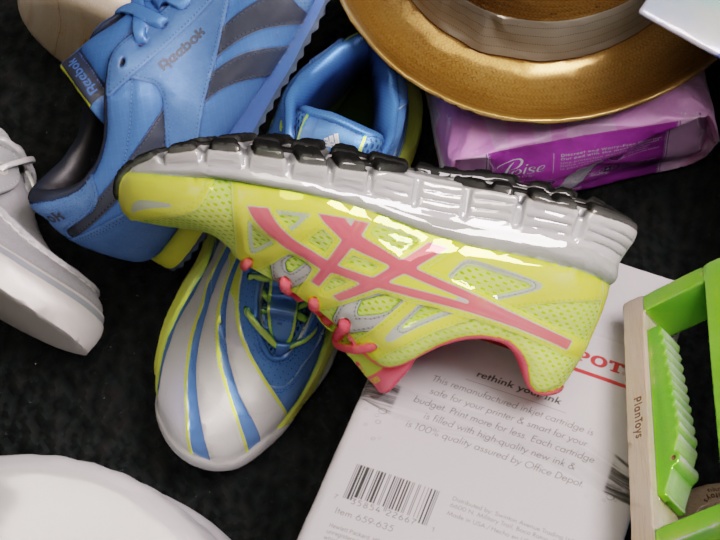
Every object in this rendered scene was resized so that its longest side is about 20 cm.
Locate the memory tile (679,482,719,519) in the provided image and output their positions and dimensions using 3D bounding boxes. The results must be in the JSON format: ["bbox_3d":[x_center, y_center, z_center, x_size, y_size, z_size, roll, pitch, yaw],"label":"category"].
[{"bbox_3d":[0.233,0.146,0.777,0.199,0.017,0.154,-10,71,-1],"label":"memory tile"}]

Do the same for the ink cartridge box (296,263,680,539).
[{"bbox_3d":[0.053,0.080,0.763,0.115,0.067,0.200,18,50,9],"label":"ink cartridge box"}]

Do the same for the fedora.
[{"bbox_3d":[0.081,-0.159,0.777,0.199,0.082,0.202,1,70,-2],"label":"fedora"}]

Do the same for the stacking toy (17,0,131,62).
[{"bbox_3d":[-0.078,-0.182,0.879,0.085,0.085,0.201,21,69,10],"label":"stacking toy"}]

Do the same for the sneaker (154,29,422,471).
[{"bbox_3d":[-0.034,-0.017,0.801,0.075,0.105,0.201,21,72,7],"label":"sneaker"}]

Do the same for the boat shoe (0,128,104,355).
[{"bbox_3d":[-0.181,-0.039,0.842,0.200,0.072,0.069,33,76,23],"label":"boat shoe"}]

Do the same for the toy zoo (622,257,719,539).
[{"bbox_3d":[0.183,0.022,0.676,0.199,0.020,0.132,-28,35,27],"label":"toy zoo"}]

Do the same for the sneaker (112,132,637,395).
[{"bbox_3d":[0.000,0.000,0.726,0.199,0.078,0.091,12,99,3],"label":"sneaker"}]

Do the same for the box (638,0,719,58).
[{"bbox_3d":[0.203,-0.149,0.742,0.122,0.048,0.200,29,58,7],"label":"box"}]

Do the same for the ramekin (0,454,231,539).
[{"bbox_3d":[-0.126,0.169,0.744,0.199,0.098,0.202,-1,71,3],"label":"ramekin"}]

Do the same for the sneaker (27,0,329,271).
[{"bbox_3d":[-0.071,-0.095,0.786,0.078,0.066,0.201,22,107,-25],"label":"sneaker"}]

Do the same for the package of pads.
[{"bbox_3d":[0.080,-0.134,0.852,0.120,0.076,0.201,-10,71,-1],"label":"package of pads"}]
